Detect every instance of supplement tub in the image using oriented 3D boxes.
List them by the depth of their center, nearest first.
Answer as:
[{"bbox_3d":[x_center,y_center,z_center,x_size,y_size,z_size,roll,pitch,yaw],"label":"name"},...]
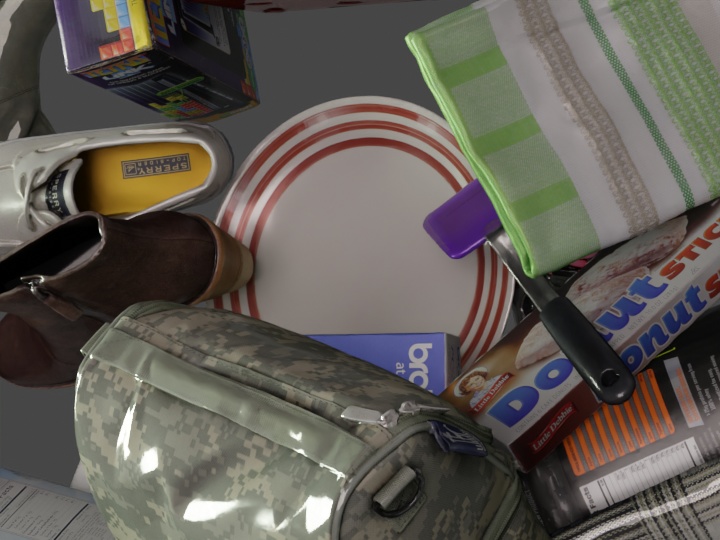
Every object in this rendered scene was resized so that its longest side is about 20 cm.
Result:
[{"bbox_3d":[0.166,0.093,0.929,0.199,0.122,0.123,-26,77,14],"label":"supplement tub"}]

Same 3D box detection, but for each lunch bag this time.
[{"bbox_3d":[-0.027,0.102,0.822,0.199,0.168,0.140,20,65,39],"label":"lunch bag"}]

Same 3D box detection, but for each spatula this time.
[{"bbox_3d":[0.089,0.006,0.916,0.056,0.021,0.200,-38,43,3],"label":"spatula"}]

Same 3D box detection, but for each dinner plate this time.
[{"bbox_3d":[0.000,0.000,1.035,0.199,0.024,0.202,-3,84,27],"label":"dinner plate"}]

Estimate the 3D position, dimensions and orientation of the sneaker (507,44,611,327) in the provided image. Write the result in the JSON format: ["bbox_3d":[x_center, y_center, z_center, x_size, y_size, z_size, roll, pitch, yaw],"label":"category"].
[{"bbox_3d":[0.116,-0.040,0.975,0.078,0.095,0.202,6,87,16],"label":"sneaker"}]

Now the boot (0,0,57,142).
[{"bbox_3d":[-0.204,-0.090,1.111,0.131,0.068,0.200,41,97,5],"label":"boot"}]

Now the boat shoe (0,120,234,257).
[{"bbox_3d":[-0.173,-0.046,1.051,0.198,0.070,0.071,-9,95,1],"label":"boat shoe"}]

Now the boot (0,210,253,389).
[{"bbox_3d":[-0.175,0.013,1.018,0.199,0.166,0.073,-23,75,25],"label":"boot"}]

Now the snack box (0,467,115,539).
[{"bbox_3d":[-0.153,0.211,1.009,0.199,0.068,0.170,12,120,20],"label":"snack box"}]

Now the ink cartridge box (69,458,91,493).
[{"bbox_3d":[-0.066,0.141,1.032,0.199,0.059,0.104,23,91,16],"label":"ink cartridge box"}]

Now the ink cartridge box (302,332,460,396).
[{"bbox_3d":[0.006,0.135,0.958,0.093,0.044,0.202,-1,84,14],"label":"ink cartridge box"}]

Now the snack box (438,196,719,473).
[{"bbox_3d":[0.133,0.021,0.920,0.200,0.024,0.072,-40,31,-13],"label":"snack box"}]

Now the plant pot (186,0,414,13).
[{"bbox_3d":[-0.023,-0.239,0.996,0.198,0.200,0.178,-2,93,18],"label":"plant pot"}]

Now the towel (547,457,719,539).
[{"bbox_3d":[0.144,0.194,0.906,0.192,0.200,0.035,-26,37,14],"label":"towel"}]

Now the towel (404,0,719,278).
[{"bbox_3d":[0.141,-0.100,0.923,0.199,0.031,0.150,-26,79,-15],"label":"towel"}]

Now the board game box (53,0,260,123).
[{"bbox_3d":[-0.127,-0.197,1.032,0.056,0.165,0.202,-14,80,17],"label":"board game box"}]
